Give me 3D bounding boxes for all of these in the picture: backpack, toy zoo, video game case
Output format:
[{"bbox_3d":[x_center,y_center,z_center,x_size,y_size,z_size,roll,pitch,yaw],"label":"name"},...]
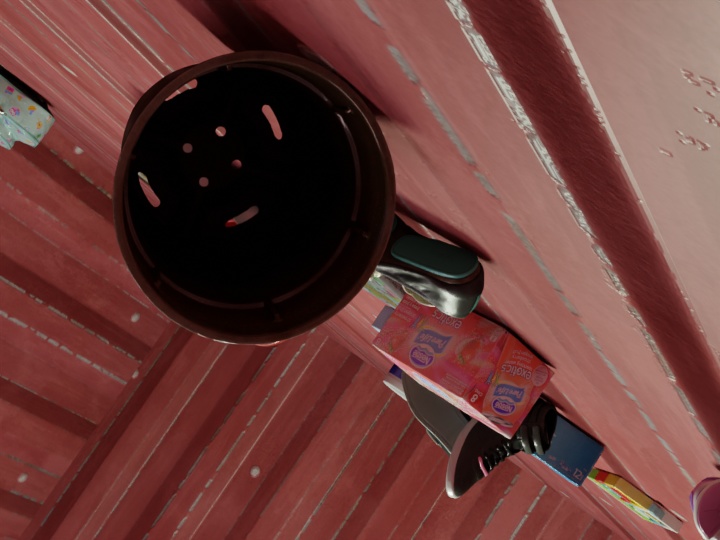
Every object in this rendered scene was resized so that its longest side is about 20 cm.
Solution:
[{"bbox_3d":[-0.820,-0.369,2.857,0.198,0.155,0.176,29,170,-7],"label":"backpack"},{"bbox_3d":[0.459,0.383,2.043,0.131,0.021,0.200,36,174,-1],"label":"toy zoo"},{"bbox_3d":[0.000,0.000,1.663,0.199,0.022,0.182,31,172,40],"label":"video game case"}]

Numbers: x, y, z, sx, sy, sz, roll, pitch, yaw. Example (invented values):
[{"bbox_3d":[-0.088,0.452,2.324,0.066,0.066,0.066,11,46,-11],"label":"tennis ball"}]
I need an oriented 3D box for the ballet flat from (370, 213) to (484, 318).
[{"bbox_3d":[0.028,-0.012,1.128,0.199,0.068,0.069,33,143,34],"label":"ballet flat"}]

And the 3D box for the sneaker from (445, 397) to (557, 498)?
[{"bbox_3d":[0.198,0.238,1.677,0.098,0.200,0.071,16,143,37],"label":"sneaker"}]

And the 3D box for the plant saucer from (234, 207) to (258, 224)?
[{"bbox_3d":[-0.117,-0.052,1.677,0.202,0.039,0.201,51,-174,-8],"label":"plant saucer"}]

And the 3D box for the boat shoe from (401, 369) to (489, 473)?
[{"bbox_3d":[0.128,0.226,1.832,0.201,0.075,0.060,58,175,22],"label":"boat shoe"}]

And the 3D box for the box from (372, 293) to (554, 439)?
[{"bbox_3d":[0.117,0.103,1.442,0.102,0.095,0.199,40,173,-34],"label":"box"}]

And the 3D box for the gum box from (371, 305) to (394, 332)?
[{"bbox_3d":[0.131,0.142,1.914,0.170,0.045,0.199,41,171,-36],"label":"gum box"}]

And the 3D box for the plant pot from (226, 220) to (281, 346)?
[{"bbox_3d":[-0.188,0.025,2.135,0.199,0.202,0.182,31,-178,35],"label":"plant pot"}]

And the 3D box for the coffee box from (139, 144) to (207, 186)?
[{"bbox_3d":[-0.251,-0.141,1.705,0.112,0.080,0.200,35,174,-5],"label":"coffee box"}]

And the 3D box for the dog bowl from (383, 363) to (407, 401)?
[{"bbox_3d":[0.147,0.254,2.534,0.199,0.079,0.200,35,174,4],"label":"dog bowl"}]

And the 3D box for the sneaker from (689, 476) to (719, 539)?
[{"bbox_3d":[0.414,0.279,1.263,0.200,0.081,0.088,42,180,-7],"label":"sneaker"}]

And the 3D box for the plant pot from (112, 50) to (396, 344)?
[{"bbox_3d":[-0.097,-0.072,0.921,0.200,0.201,0.198,38,-179,-23],"label":"plant pot"}]

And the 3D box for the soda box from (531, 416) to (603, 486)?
[{"bbox_3d":[0.253,0.229,1.784,0.199,0.068,0.064,35,176,10],"label":"soda box"}]
